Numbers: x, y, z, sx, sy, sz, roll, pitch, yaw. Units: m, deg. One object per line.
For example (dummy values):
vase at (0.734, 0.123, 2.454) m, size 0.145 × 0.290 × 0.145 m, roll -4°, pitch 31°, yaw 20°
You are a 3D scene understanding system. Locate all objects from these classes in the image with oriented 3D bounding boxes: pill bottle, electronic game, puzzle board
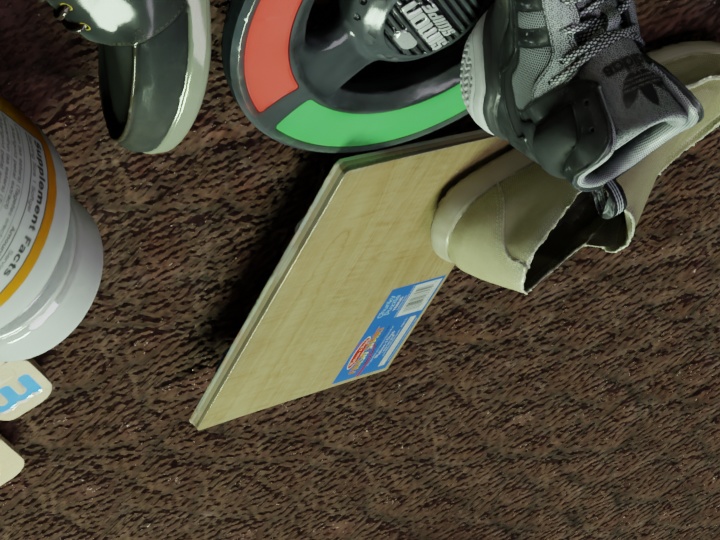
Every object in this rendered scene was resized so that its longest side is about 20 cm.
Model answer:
pill bottle at (-0.189, -0.034, 0.908) m, size 0.111 × 0.111 × 0.200 m, roll -36°, pitch 149°, yaw 7°
electronic game at (0.028, -0.129, 1.026) m, size 0.199 × 0.042 × 0.200 m, roll -22°, pitch 148°, yaw -15°
puzzle board at (0.000, 0.000, 1.187) m, size 0.150 × 0.017 × 0.200 m, roll -16°, pitch 148°, yaw -44°

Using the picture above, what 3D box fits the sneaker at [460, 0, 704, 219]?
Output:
sneaker at (0.104, -0.115, 0.974) m, size 0.075 × 0.114 × 0.201 m, roll -23°, pitch 142°, yaw -24°

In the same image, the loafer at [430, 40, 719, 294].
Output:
loafer at (0.132, -0.049, 1.183) m, size 0.200 × 0.068 × 0.076 m, roll -34°, pitch 154°, yaw -13°

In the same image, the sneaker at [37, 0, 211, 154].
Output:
sneaker at (-0.119, -0.125, 0.888) m, size 0.106 × 0.075 × 0.201 m, roll -13°, pitch 135°, yaw -19°

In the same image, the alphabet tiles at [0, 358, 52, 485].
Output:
alphabet tiles at (-0.257, 0.089, 1.113) m, size 0.200 × 0.015 × 0.196 m, roll -32°, pitch 148°, yaw 1°
